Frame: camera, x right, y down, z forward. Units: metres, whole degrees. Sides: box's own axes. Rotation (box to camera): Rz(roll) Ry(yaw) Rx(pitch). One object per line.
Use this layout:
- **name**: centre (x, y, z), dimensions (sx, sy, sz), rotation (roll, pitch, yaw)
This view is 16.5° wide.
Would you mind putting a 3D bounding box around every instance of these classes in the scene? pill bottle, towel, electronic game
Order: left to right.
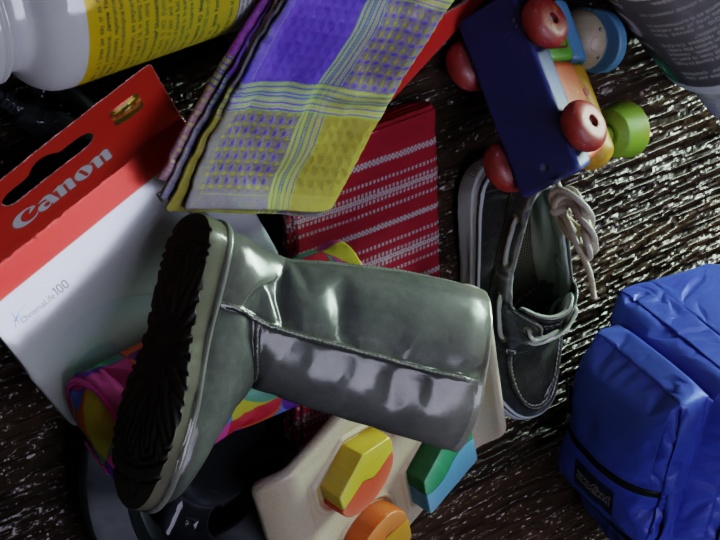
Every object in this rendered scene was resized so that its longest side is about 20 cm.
- **pill bottle**: centre (-0.136, -0.161, 1.310), dimensions (0.200, 0.112, 0.112), rotation (-23, 121, -27)
- **electronic game**: centre (-0.094, 0.108, 1.548), dimensions (0.200, 0.042, 0.200), rotation (-16, 114, -40)
- **towel**: centre (-0.019, -0.111, 1.367), dimensions (0.144, 0.023, 0.200), rotation (5, 124, -50)
- **towel**: centre (0.000, 0.000, 1.568), dimensions (0.145, 0.022, 0.200), rotation (-21, 117, -45)
- **pill bottle**: centre (0.226, -0.187, 1.629), dimensions (0.113, 0.113, 0.200), rotation (-53, 133, -8)

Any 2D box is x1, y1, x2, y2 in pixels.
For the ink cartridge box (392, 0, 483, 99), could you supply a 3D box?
- **ink cartridge box**: centre (0.041, -0.214, 1.521), dimensions (0.200, 0.045, 0.176), rotation (-48, 129, -12)

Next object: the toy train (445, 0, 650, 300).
- **toy train**: centre (0.143, -0.080, 1.585), dimensions (0.116, 0.085, 0.200), rotation (-11, 78, -48)

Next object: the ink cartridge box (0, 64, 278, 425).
- **ink cartridge box**: centre (-0.140, -0.010, 1.395), dimensions (0.160, 0.047, 0.200), rotation (-39, 154, -6)

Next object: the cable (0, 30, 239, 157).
- **cable**: centre (-0.117, -0.129, 1.435), dimensions (0.200, 0.051, 0.163), rotation (29, 85, -38)

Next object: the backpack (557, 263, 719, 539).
- **backpack**: centre (0.224, 0.121, 1.734), dimensions (0.168, 0.163, 0.200), rotation (-13, 129, -26)

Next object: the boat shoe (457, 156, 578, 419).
- **boat shoe**: centre (0.108, 0.021, 1.653), dimensions (0.072, 0.071, 0.200), rotation (-29, 125, -26)

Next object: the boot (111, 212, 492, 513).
- **boot**: centre (-0.028, 0.069, 1.394), dimensions (0.200, 0.073, 0.182), rotation (22, 82, -35)

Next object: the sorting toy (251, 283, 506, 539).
- **sorting toy**: centre (0.022, 0.125, 1.605), dimensions (0.200, 0.036, 0.185), rotation (-43, 150, -21)

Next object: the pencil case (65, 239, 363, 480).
- **pencil case**: centre (-0.073, 0.057, 1.447), dimensions (0.200, 0.088, 0.088), rotation (-26, 123, -26)
